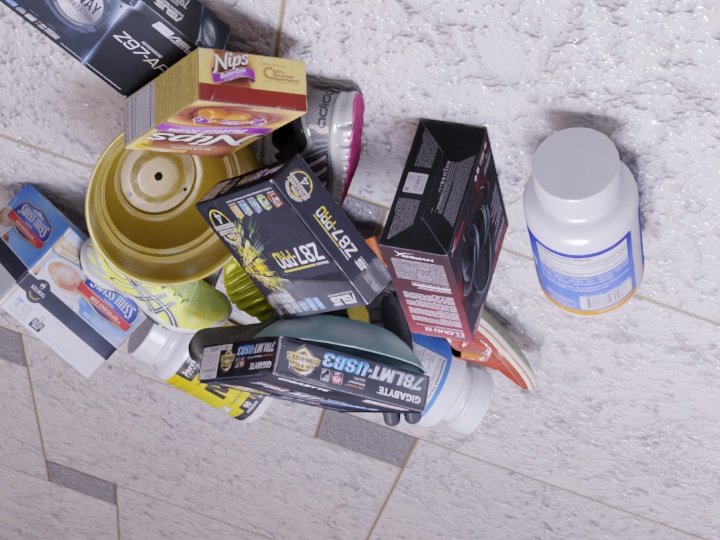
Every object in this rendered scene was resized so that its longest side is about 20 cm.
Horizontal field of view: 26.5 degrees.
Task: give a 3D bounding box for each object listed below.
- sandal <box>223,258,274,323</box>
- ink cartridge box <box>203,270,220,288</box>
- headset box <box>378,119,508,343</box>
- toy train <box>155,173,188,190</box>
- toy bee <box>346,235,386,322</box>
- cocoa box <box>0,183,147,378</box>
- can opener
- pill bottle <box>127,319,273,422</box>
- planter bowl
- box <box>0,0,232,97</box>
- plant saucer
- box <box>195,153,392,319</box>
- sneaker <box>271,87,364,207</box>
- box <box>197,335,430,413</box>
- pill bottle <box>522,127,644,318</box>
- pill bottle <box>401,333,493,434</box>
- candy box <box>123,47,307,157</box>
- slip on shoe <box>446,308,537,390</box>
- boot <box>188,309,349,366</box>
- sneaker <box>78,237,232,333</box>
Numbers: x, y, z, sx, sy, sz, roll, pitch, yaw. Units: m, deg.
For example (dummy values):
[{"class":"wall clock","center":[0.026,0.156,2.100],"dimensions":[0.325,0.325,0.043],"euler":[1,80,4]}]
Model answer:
[{"class":"sandal","center":[-0.108,0.019,1.869],"dimensions":[0.079,0.088,0.201],"euler":[-14,139,16]},{"class":"ink cartridge box","center":[-0.222,-0.024,1.907],"dimensions":[0.108,0.051,0.200],"euler":[21,155,-4]},{"class":"headset box","center":[0.090,-0.032,1.558],"dimensions":[0.076,0.150,0.201],"euler":[9,152,20]},{"class":"toy train","center":[-0.183,-0.079,1.794],"dimensions":[0.198,0.034,0.046],"euler":[21,167,-4]},{"class":"toy bee","center":[0.000,0.000,1.734],"dimensions":[0.198,0.133,0.109],"euler":[-3,173,19]},{"class":"cocoa box","center":[-0.385,0.014,1.952],"dimensions":[0.133,0.131,0.200],"euler":[40,173,43]},{"class":"can opener","center":[0.039,0.111,1.813],"dimensions":[0.053,0.067,0.202],"euler":[-7,123,4]},{"class":"pill bottle","center":[-0.212,0.117,2.098],"dimensions":[0.199,0.115,0.114],"euler":[30,153,-21]},{"class":"planter bowl","center":[-0.213,-0.092,1.678],"dimensions":[0.200,0.201,0.083],"euler":[37,-175,-33]},{"class":"box","center":[-0.247,-0.256,1.477],"dimensions":[0.159,0.044,0.200],"euler":[-10,142,46]},{"class":"plant saucer","center":[-0.022,0.079,1.707],"dimensions":[0.198,0.039,0.201],"euler":[9,169,2]},{"class":"box","center":[-0.073,-0.031,1.581],"dimensions":[0.162,0.049,0.199],"euler":[51,154,-16]},{"class":"sneaker","center":[-0.048,-0.121,1.570],"dimensions":[0.086,0.074,0.201],"euler":[17,149,5]},{"class":"box","center":[-0.055,0.121,1.726],"dimensions":[0.198,0.050,0.198],"euler":[16,169,-29]},{"class":"pill bottle","center":[0.216,-0.048,1.481],"dimensions":[0.111,0.113,0.201],"euler":[10,152,19]},{"class":"pill bottle","center":[0.064,0.129,1.932],"dimensions":[0.199,0.113,0.112],"euler":[27,153,-15]},{"class":"candy box","center":[-0.147,-0.162,1.511],"dimensions":[0.115,0.057,0.199],"euler":[3,171,-28]},{"class":"slip on shoe","center":[0.137,0.082,1.820],"dimensions":[0.061,0.074,0.200],"euler":[-44,117,13]},{"class":"boot","center":[-0.099,0.058,1.812],"dimensions":[0.198,0.068,0.131],"euler":[3,134,-19]},{"class":"sneaker","center":[-0.245,0.015,1.855],"dimensions":[0.198,0.076,0.076],"euler":[25,154,-14]}]
